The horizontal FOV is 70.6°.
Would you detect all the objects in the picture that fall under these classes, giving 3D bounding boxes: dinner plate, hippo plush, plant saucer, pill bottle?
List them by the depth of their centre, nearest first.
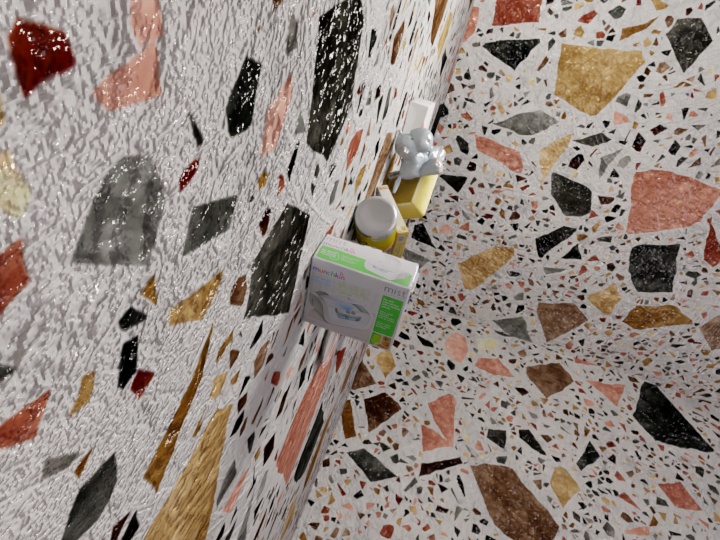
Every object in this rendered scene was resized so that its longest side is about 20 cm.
[{"bbox_3d":[0.041,-0.112,1.355,0.200,0.109,0.109,84,25,-74],"label":"pill bottle"},{"bbox_3d":[-0.086,0.198,1.542,0.200,0.024,0.200,18,90,-83],"label":"dinner plate"},{"bbox_3d":[0.160,-0.380,1.598,0.161,0.200,0.159,61,13,-49],"label":"hippo plush"},{"bbox_3d":[0.148,-0.266,1.693,0.048,0.200,0.200,36,65,-40],"label":"plant saucer"}]

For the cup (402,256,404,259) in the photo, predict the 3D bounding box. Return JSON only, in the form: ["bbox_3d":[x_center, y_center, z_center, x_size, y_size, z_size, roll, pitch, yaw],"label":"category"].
[{"bbox_3d":[0.088,-0.003,1.833,0.200,0.200,0.143,-61,147,-57],"label":"cup"}]

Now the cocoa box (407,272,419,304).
[{"bbox_3d":[0.187,0.064,2.662,0.131,0.200,0.134,101,10,-56],"label":"cocoa box"}]

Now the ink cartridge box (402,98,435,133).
[{"bbox_3d":[0.199,-0.517,1.731,0.200,0.067,0.117,-54,162,-64],"label":"ink cartridge box"}]

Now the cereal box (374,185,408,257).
[{"bbox_3d":[0.082,-0.134,1.507,0.144,0.039,0.200,101,-24,-51],"label":"cereal box"}]

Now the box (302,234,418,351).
[{"bbox_3d":[-0.002,0.045,1.044,0.097,0.200,0.177,-63,170,-51],"label":"box"}]
